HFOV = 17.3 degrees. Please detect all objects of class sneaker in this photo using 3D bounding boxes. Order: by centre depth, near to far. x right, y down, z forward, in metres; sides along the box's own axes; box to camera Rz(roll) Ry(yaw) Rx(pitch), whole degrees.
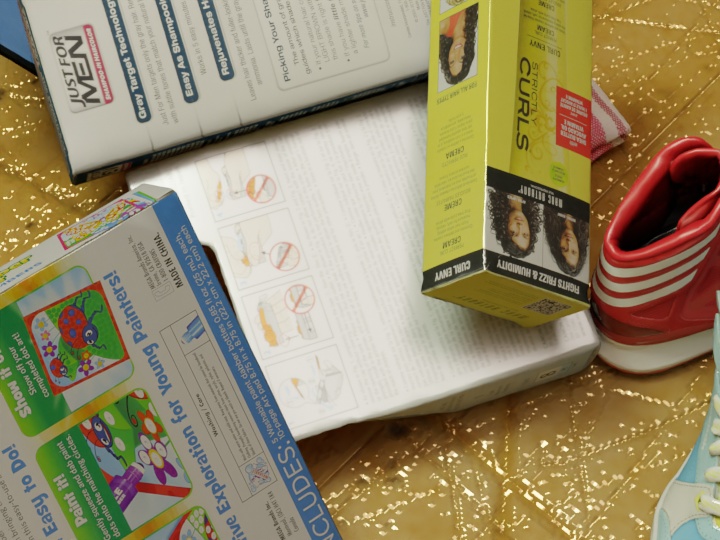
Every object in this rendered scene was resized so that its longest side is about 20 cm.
[{"bbox_3d":[0.181,0.076,1.097,0.079,0.131,0.201,14,64,16],"label":"sneaker"},{"bbox_3d":[0.206,-0.024,1.182,0.199,0.116,0.078,-26,59,-16],"label":"sneaker"}]

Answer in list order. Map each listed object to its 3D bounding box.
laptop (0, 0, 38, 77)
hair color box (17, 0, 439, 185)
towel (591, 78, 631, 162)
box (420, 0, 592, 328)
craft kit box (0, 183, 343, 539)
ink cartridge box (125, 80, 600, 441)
[{"bbox_3d":[-0.115,-0.175,1.295,0.199,0.103,0.178,-11,56,-8],"label":"laptop"},{"bbox_3d":[-0.063,-0.119,1.190,0.199,0.061,0.100,-17,90,-9],"label":"hair color box"},{"bbox_3d":[0.030,-0.081,1.254,0.200,0.030,0.147,-33,77,-21],"label":"towel"},{"bbox_3d":[0.073,-0.078,1.155,0.075,0.050,0.201,19,64,-35],"label":"box"},{"bbox_3d":[-0.129,0.095,1.065,0.197,0.201,0.048,-32,20,-23],"label":"craft kit box"},{"bbox_3d":[0.000,0.000,1.185,0.199,0.047,0.161,-17,74,-10],"label":"ink cartridge box"}]
